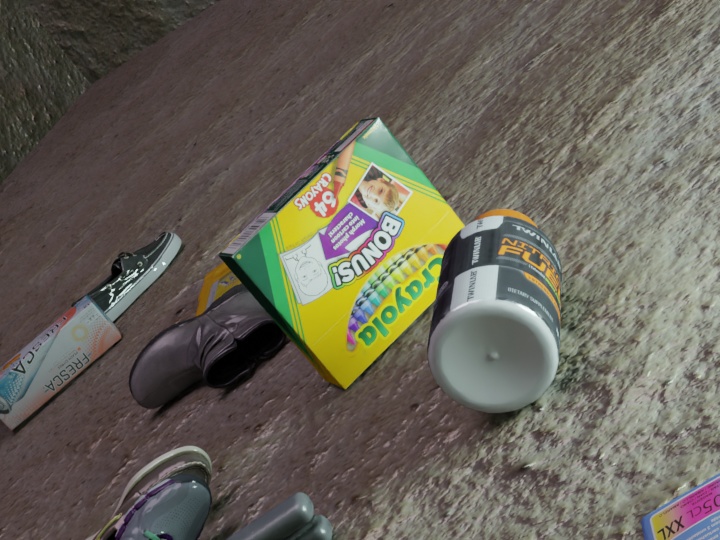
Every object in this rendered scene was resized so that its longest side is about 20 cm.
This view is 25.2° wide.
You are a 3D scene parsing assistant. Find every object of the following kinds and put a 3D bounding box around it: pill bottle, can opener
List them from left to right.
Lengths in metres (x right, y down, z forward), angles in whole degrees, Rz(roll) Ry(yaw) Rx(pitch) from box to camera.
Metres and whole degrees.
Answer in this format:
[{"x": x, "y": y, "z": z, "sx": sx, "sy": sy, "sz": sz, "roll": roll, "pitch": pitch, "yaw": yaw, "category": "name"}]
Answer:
[{"x": -0.114, "y": 0.248, "z": 1.347, "sx": 0.199, "sy": 0.053, "sz": 0.067, "roll": -35, "pitch": 19, "yaw": 11, "category": "can opener"}, {"x": 0.115, "y": 0.023, "z": 1.342, "sx": 0.106, "sy": 0.106, "sz": 0.200, "roll": -32, "pitch": 20, "yaw": 22, "category": "pill bottle"}]

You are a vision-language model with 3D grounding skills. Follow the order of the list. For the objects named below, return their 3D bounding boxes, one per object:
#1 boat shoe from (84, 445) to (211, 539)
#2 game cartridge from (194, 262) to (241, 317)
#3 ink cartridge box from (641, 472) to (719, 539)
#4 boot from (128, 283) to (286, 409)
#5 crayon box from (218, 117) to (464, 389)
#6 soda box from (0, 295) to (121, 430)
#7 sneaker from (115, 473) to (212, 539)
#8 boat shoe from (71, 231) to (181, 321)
[{"x": -0.210, "y": 0.250, "z": 1.507, "sx": 0.200, "sy": 0.072, "sz": 0.060, "roll": -44, "pitch": 24, "yaw": 0, "category": "boat shoe"}, {"x": -0.129, "y": 0.005, "z": 1.980, "sx": 0.176, "sy": 0.032, "sz": 0.200, "roll": -35, "pitch": 20, "yaw": 14, "category": "game cartridge"}, {"x": 0.202, "y": 0.193, "z": 0.722, "sx": 0.076, "sy": 0.137, "sz": 0.200, "roll": -36, "pitch": 18, "yaw": 15, "category": "ink cartridge box"}, {"x": -0.178, "y": 0.099, "z": 1.804, "sx": 0.200, "sy": 0.070, "sz": 0.132, "roll": -42, "pitch": 23, "yaw": 6, "category": "boot"}, {"x": -0.007, "y": -0.018, "z": 1.566, "sx": 0.200, "sy": 0.173, "sz": 0.058, "roll": -44, "pitch": 16, "yaw": -13, "category": "crayon box"}, {"x": -0.426, "y": 0.125, "z": 2.212, "sx": 0.200, "sy": 0.069, "sz": 0.064, "roll": -41, "pitch": 18, "yaw": -8, "category": "soda box"}, {"x": -0.196, "y": 0.276, "z": 1.437, "sx": 0.200, "sy": 0.074, "sz": 0.088, "roll": -50, "pitch": 28, "yaw": 4, "category": "sneaker"}, {"x": -0.338, "y": 0.007, "z": 2.342, "sx": 0.200, "sy": 0.057, "sz": 0.068, "roll": -50, "pitch": 21, "yaw": -27, "category": "boat shoe"}]
